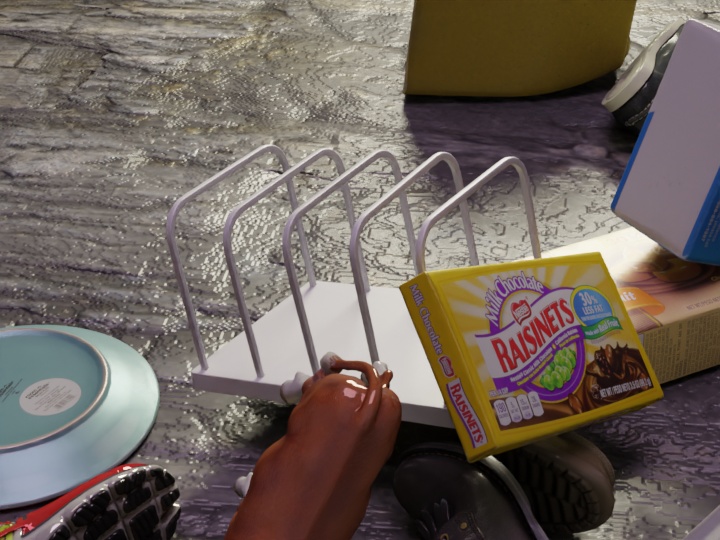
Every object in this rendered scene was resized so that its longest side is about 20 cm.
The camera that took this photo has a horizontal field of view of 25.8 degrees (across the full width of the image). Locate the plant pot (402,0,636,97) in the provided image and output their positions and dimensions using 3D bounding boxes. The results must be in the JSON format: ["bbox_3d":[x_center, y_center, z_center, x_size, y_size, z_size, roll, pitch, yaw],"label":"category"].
[{"bbox_3d":[0.155,-0.272,1.438,0.199,0.197,0.195,10,33,2],"label":"plant pot"}]

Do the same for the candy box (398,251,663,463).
[{"bbox_3d":[0.103,0.043,0.901,0.026,0.103,0.199,-32,-15,34],"label":"candy box"}]

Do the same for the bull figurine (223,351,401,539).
[{"bbox_3d":[-0.039,0.132,0.859,0.065,0.201,0.122,30,13,-14],"label":"bull figurine"}]

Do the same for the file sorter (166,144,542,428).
[{"bbox_3d":[0.000,0.000,0.975,0.199,0.125,0.139,5,28,35],"label":"file sorter"}]

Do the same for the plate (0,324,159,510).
[{"bbox_3d":[-0.234,0.086,1.046,0.199,0.026,0.201,-2,32,1],"label":"plate"}]

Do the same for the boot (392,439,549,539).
[{"bbox_3d":[0.029,0.181,0.841,0.173,0.070,0.200,-24,38,-28],"label":"boot"}]

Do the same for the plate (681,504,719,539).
[{"bbox_3d":[0.188,0.161,0.754,0.032,0.200,0.200,32,35,-6],"label":"plate"}]

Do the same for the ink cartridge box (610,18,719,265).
[{"bbox_3d":[0.291,-0.079,1.094,0.199,0.147,0.084,7,21,-39],"label":"ink cartridge box"}]

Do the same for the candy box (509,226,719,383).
[{"bbox_3d":[0.156,0.034,1.072,0.199,0.056,0.115,-16,34,-19],"label":"candy box"}]

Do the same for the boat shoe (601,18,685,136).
[{"bbox_3d":[0.266,-0.165,1.384,0.068,0.072,0.200,41,32,-1],"label":"boat shoe"}]

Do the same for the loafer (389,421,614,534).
[{"bbox_3d":[0.075,0.095,0.963,0.199,0.076,0.067,22,46,32],"label":"loafer"}]

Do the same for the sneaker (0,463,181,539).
[{"bbox_3d":[-0.192,0.158,0.887,0.199,0.077,0.085,-28,35,-34],"label":"sneaker"}]
